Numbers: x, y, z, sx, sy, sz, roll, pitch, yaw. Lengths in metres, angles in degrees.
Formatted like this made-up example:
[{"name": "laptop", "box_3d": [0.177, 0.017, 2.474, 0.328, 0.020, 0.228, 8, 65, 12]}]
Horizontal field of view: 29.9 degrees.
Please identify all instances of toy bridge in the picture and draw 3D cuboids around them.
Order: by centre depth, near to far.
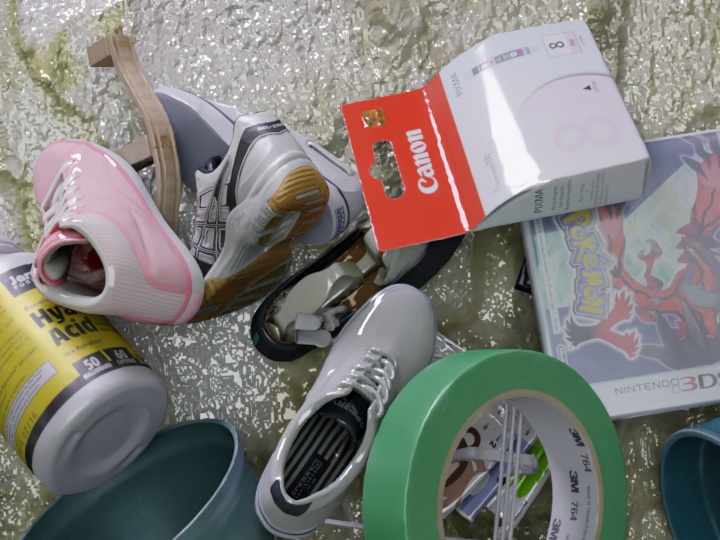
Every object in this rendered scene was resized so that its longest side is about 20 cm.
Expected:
[{"name": "toy bridge", "box_3d": [-0.168, -0.090, 1.036, 0.027, 0.067, 0.203, -9, 86, -41]}]

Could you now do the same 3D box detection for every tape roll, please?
[{"name": "tape roll", "box_3d": [0.093, 0.154, 0.894, 0.199, 0.048, 0.203, 2, 86, -36]}]

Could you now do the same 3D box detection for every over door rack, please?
[{"name": "over door rack", "box_3d": [0.031, 0.125, 0.971, 0.197, 0.067, 0.150, 13, 67, -11]}]

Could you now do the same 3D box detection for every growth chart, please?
[{"name": "growth chart", "box_3d": [0.059, 0.120, 1.035, 0.199, 0.018, 0.146, 29, 85, 7]}]

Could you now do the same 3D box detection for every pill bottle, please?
[{"name": "pill bottle", "box_3d": [-0.241, 0.058, 0.990, 0.111, 0.111, 0.200, -46, 65, -3]}]

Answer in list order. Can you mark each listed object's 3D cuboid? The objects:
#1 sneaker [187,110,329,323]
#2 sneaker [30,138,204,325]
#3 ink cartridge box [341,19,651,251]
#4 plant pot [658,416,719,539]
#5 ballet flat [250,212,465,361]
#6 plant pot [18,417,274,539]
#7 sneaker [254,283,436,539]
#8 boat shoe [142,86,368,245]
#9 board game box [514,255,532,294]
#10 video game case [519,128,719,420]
[{"name": "sneaker", "box_3d": [-0.090, -0.038, 0.993, 0.075, 0.200, 0.088, -15, 66, -41]}, {"name": "sneaker", "box_3d": [-0.205, -0.035, 0.983, 0.200, 0.104, 0.076, 45, 114, 31]}, {"name": "ink cartridge box", "box_3d": [0.095, -0.104, 0.996, 0.197, 0.057, 0.164, -9, 49, -7]}, {"name": "plant pot", "box_3d": [0.342, 0.163, 0.940, 0.186, 0.200, 0.202, -24, 83, -15]}, {"name": "ballet flat", "box_3d": [0.000, 0.000, 1.024, 0.199, 0.073, 0.073, -35, 84, -2]}, {"name": "plant pot", "box_3d": [-0.139, 0.222, 0.958, 0.199, 0.200, 0.135, -31, 109, -1]}, {"name": "sneaker", "box_3d": [0.000, 0.089, 0.900, 0.073, 0.071, 0.201, 31, 65, -3]}, {"name": "boat shoe", "box_3d": [-0.081, -0.086, 1.041, 0.199, 0.074, 0.065, 35, 43, 19]}, {"name": "board game box", "box_3d": [0.233, -0.019, 1.034, 0.198, 0.035, 0.137, 19, 84, 4]}, {"name": "video game case", "box_3d": [0.216, 0.003, 0.995, 0.180, 0.023, 0.203, -9, 78, 0]}]
